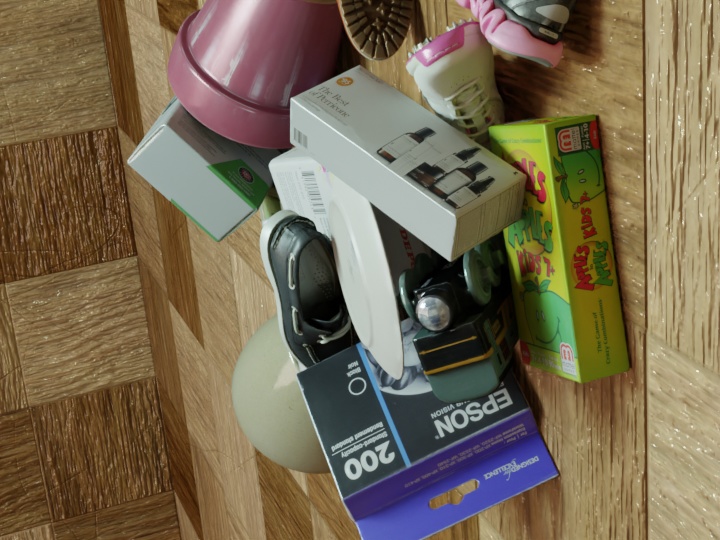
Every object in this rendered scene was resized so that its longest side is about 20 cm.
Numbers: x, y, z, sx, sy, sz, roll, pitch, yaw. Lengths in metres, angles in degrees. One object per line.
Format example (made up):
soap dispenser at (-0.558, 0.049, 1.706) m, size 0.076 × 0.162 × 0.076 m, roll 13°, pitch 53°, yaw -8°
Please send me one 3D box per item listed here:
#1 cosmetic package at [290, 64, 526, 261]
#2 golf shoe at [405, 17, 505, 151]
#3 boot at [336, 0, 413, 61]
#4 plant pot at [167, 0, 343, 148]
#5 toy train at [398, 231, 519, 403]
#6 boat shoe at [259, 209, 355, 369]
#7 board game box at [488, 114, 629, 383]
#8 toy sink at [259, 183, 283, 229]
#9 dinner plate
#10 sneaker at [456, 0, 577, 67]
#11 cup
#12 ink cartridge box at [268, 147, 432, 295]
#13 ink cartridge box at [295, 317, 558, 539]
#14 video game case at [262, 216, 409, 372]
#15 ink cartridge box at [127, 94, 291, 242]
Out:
cosmetic package at (0.035, -0.093, 1.061) m, size 0.199 × 0.082 × 0.051 m, roll 38°, pitch 141°, yaw 33°
golf shoe at (0.090, -0.147, 1.081) m, size 0.092 × 0.075 × 0.200 m, roll 63°, pitch -172°, yaw 9°
boot at (0.002, -0.291, 1.314) m, size 0.107 × 0.074 × 0.203 m, roll 121°, pitch 142°, yaw -69°
plant pot at (-0.100, -0.269, 1.465) m, size 0.180 × 0.198 × 0.201 m, roll -62°, pitch 41°, yaw 40°
toy train at (0.094, 0.031, 1.104) m, size 0.115 × 0.084 × 0.200 m, roll 70°, pitch -158°, yaw -9°
boat shoe at (-0.042, 0.035, 1.256) m, size 0.060 × 0.075 × 0.201 m, roll 31°, pitch 153°, yaw 45°
board game box at (0.158, -0.020, 1.045) m, size 0.101 × 0.047 × 0.203 m, roll -165°, pitch 64°, yaw -70°
toy sink at (-0.045, -0.044, 1.538) m, size 0.200 × 0.111 × 0.132 m, roll -156°, pitch 55°, yaw -68°
dinner plate at (0.000, 0.000, 1.147) m, size 0.200 × 0.024 × 0.203 m, roll 166°, pitch 90°, yaw -80°
sneaker at (0.116, -0.241, 1.021) m, size 0.200 × 0.078 × 0.096 m, roll 56°, pitch 130°, yaw 48°
cup at (-0.043, 0.113, 1.486) m, size 0.144 × 0.198 × 0.202 m, roll 111°, pitch 142°, yaw -62°
ink cartridge box at (0.019, -0.058, 1.258) m, size 0.199 × 0.084 × 0.146 m, roll 2°, pitch 116°, yaw 52°
ink cartridge box at (0.058, 0.143, 1.227) m, size 0.201 × 0.196 × 0.043 m, roll 65°, pitch -177°, yaw 31°
video game case at (-0.015, 0.023, 1.388) m, size 0.023 × 0.181 × 0.203 m, roll -9°, pitch 98°, yaw 41°
ink cartridge box at (-0.164, -0.155, 1.541) m, size 0.084 × 0.146 × 0.201 m, roll -37°, pitch 18°, yaw 37°
